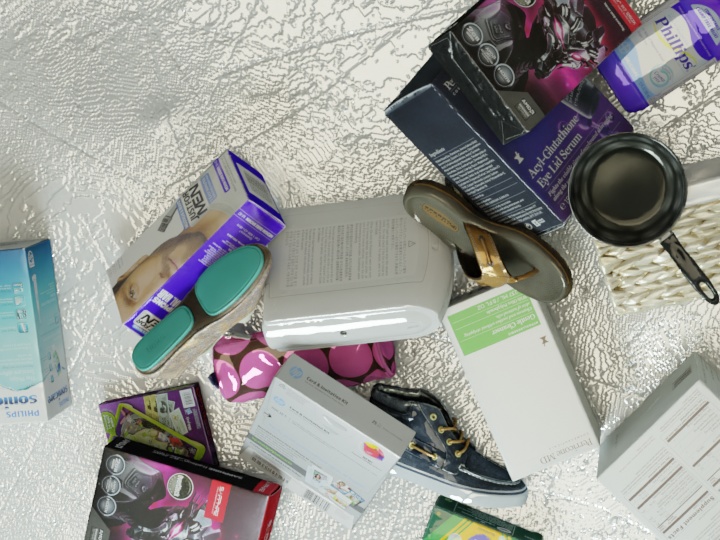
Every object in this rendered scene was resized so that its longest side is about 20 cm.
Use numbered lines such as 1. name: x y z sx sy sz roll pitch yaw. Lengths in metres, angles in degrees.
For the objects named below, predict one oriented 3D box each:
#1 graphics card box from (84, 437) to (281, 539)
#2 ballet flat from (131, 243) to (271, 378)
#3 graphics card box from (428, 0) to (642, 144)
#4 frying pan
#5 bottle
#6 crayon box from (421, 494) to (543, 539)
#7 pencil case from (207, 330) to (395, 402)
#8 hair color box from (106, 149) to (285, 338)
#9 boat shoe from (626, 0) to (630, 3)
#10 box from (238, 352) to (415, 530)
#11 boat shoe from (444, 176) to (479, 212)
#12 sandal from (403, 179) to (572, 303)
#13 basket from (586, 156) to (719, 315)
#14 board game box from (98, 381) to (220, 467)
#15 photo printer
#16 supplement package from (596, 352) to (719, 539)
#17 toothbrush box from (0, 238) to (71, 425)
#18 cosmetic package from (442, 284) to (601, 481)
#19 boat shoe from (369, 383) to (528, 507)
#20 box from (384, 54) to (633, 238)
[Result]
1. graphics card box: -0.200 0.274 1.815 0.200 0.051 0.126 16 102 10
2. ballet flat: -0.157 0.045 1.724 0.200 0.067 0.068 -38 54 17
3. graphics card box: 0.173 -0.231 1.586 0.200 0.051 0.126 -42 99 -27
4. frying pan: 0.293 -0.061 1.582 0.190 0.031 0.115 29 107 -1
5. bottle: 0.339 -0.245 1.667 0.200 0.065 0.084 -32 96 13
6. crayon box: 0.109 0.367 1.807 0.126 0.052 0.200 21 102 7
7. pencil case: -0.064 0.089 1.776 0.200 0.091 0.094 -10 117 8
8. hair color box: -0.181 -0.024 1.768 0.200 0.109 0.065 -45 127 14
9. boat shoe: 0.259 -0.312 1.668 0.070 0.072 0.201 30 103 4
10. box: -0.040 0.187 1.751 0.156 0.041 0.200 32 147 5
11. boat shoe: 0.114 -0.137 1.723 0.073 0.065 0.200 5 81 -24
12. sandal: 0.122 -0.022 1.651 0.200 0.055 0.082 34 146 9
13. basket: 0.335 -0.040 1.666 0.200 0.136 0.124 -12 100 12
14. board game box: -0.218 0.236 1.860 0.120 0.032 0.200 -12 96 9
15. photo printer: 0.000 0.000 1.725 0.200 0.070 0.167 -7 52 11
16. supplement package: 0.369 0.217 1.685 0.200 0.152 0.151 44 102 2
17. toothbrush box: -0.420 0.072 1.843 0.146 0.085 0.200 -6 97 10
18. cosmetic package: 0.172 0.109 1.741 0.107 0.085 0.200 -25 92 10
19. boat shoe: 0.093 0.191 1.772 0.200 0.071 0.091 16 105 10
20. box: 0.150 -0.151 1.645 0.200 0.104 0.148 44 63 -12
